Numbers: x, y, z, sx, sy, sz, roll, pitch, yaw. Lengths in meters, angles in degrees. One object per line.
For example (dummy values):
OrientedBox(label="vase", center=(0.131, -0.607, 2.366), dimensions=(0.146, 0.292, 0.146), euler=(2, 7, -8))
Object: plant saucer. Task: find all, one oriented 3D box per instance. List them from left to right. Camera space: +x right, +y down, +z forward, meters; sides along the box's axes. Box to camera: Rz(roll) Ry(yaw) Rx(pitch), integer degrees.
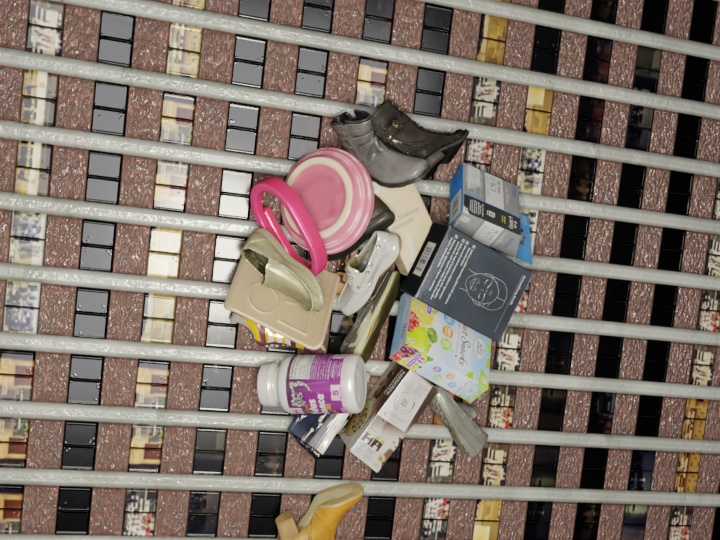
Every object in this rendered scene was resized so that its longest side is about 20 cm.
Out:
OrientedBox(label="plant saucer", center=(-0.072, -0.133, 1.399), dimensions=(0.197, 0.051, 0.205), euler=(-2, 85, 25))

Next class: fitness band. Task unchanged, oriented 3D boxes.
OrientedBox(label="fitness band", center=(-0.134, -0.076, 1.371), dimensions=(0.037, 0.143, 0.202), euler=(-36, 102, -29))

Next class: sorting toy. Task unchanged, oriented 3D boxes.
OrientedBox(label="sorting toy", center=(-0.148, 0.043, 1.419), dimensions=(0.197, 0.037, 0.187), euler=(25, 49, -13))

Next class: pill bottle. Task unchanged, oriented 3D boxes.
OrientedBox(label="pill bottle", center=(-0.093, 0.218, 1.425), dimensions=(0.196, 0.112, 0.115), euler=(-3, 96, 15))

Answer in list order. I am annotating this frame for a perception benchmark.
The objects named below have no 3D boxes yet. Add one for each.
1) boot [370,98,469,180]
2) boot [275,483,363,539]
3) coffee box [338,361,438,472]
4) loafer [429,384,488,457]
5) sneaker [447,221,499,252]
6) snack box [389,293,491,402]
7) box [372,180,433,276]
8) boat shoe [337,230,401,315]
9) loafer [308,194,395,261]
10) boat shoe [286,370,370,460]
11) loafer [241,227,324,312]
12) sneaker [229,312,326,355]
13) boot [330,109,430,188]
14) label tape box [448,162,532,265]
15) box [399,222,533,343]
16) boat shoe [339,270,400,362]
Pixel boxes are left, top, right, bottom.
OrientedBox(label="boot", center=(0.111, -0.279, 1.468), dimensions=(0.174, 0.070, 0.199), euler=(43, 46, 9))
OrientedBox(label="boot", center=(-0.067, 0.534, 1.514), dimensions=(0.198, 0.071, 0.146), euler=(-22, 105, -7))
OrientedBox(label="coffee box", center=(0.054, 0.286, 1.491), dimensions=(0.079, 0.113, 0.201), euler=(38, 86, -14))
OrientedBox(label="loafer", center=(0.204, 0.302, 1.544), dimensions=(0.070, 0.070, 0.201), euler=(-42, 121, -15))
OrientedBox(label="sneaker", center=(0.246, -0.026, 1.532), dimensions=(0.088, 0.080, 0.203), euler=(-30, 103, -18))
OrientedBox(label="snack box", center=(0.165, 0.141, 1.482), dimensions=(0.198, 0.068, 0.170), euler=(30, 44, -16))
OrientedBox(label="box", center=(0.085, -0.101, 1.482), dimensions=(0.094, 0.078, 0.203), euler=(-28, 100, -8))
OrientedBox(label="boat shoe", center=(0.000, 0.000, 1.444), dimensions=(0.068, 0.071, 0.201), euler=(18, 118, -31))
OrientedBox(label="loafer", center=(-0.023, -0.081, 1.442), dimensions=(0.198, 0.073, 0.072), euler=(-30, 75, 21))
OrientedBox(label="boat shoe", center=(-0.066, 0.268, 1.486), dimensions=(0.092, 0.075, 0.202), euler=(34, 76, 3))
OrientedBox(label="loafer", center=(-0.148, 0.010, 1.372), dimensions=(0.200, 0.076, 0.068), euler=(43, 53, 16))
OrientedBox(label="sneaker", center=(-0.160, 0.121, 1.453), dimensions=(0.199, 0.075, 0.091), euler=(37, 93, -7))
OrientedBox(label="boot", center=(0.030, -0.229, 1.380), dimensions=(0.070, 0.197, 0.133), euler=(-48, 131, -36))
OrientedBox(label="label tape box", center=(0.277, -0.115, 1.495), dimensions=(0.197, 0.064, 0.146), euler=(21, 47, -14))
OrientedBox(label="box", center=(0.202, 0.021, 1.426), dimensions=(0.198, 0.107, 0.150), euler=(28, 90, -14))
OrientedBox(label="boat shoe", center=(0.017, 0.087, 1.488), dimensions=(0.065, 0.072, 0.204), euler=(21, 82, 20))
